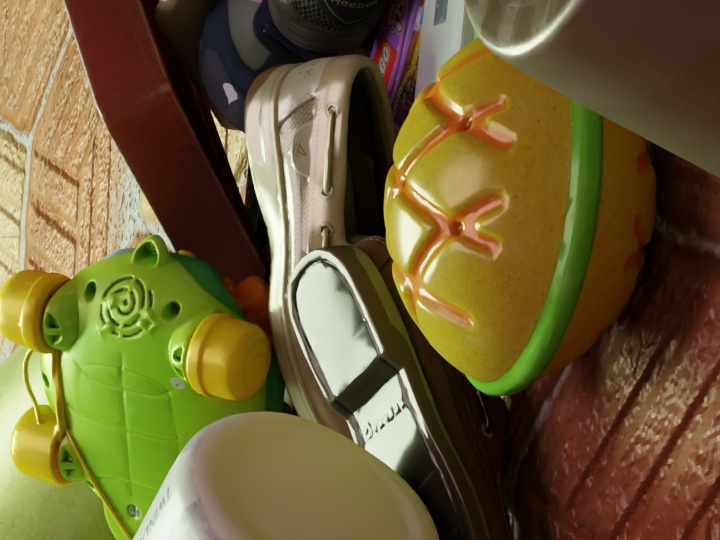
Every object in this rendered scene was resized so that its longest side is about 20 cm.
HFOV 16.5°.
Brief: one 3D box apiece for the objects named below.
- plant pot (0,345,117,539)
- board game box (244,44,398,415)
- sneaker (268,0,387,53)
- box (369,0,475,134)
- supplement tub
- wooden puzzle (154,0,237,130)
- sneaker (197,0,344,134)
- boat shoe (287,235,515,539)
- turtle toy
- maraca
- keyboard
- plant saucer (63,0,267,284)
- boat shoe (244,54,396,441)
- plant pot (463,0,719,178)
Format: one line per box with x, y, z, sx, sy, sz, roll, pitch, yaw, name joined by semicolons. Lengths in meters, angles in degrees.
-0.157;0.117;1.389;0.184;0.200;0.201;-52;35;28;plant pot
-0.025;-0.006;1.291;0.126;0.034;0.201;165;112;-64;board game box
-0.010;-0.216;1.181;0.114;0.076;0.201;133;136;-58;sneaker
0.065;-0.145;1.130;0.137;0.039;0.201;-125;49;-58;box
-0.057;0.169;1.054;0.201;0.122;0.123;-60;31;30;supplement tub
-0.073;-0.196;1.324;0.185;0.046;0.201;60;-141;-71;wooden puzzle
-0.026;-0.143;1.241;0.082;0.070;0.201;-46;19;35;sneaker
0.038;0.077;1.082;0.072;0.068;0.201;-31;74;48;boat shoe
-0.092;0.070;1.225;0.145;0.101;0.201;13;122;26;turtle toy
0.066;-0.049;1.008;0.137;0.106;0.201;163;114;-66;maraca
0.041;-0.123;1.118;0.056;0.011;0.201;166;111;-71;keyboard
-0.106;-0.091;1.283;0.200;0.037;0.201;65;-176;-50;plant saucer
0.000;0.000;1.158;0.065;0.072;0.201;-7;97;38;boat shoe
0.131;-0.109;0.802;0.200;0.173;0.201;-172;90;-67;plant pot
